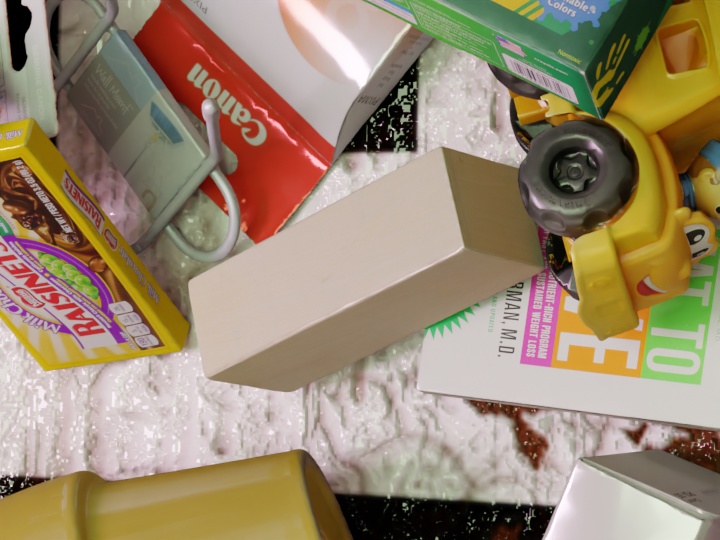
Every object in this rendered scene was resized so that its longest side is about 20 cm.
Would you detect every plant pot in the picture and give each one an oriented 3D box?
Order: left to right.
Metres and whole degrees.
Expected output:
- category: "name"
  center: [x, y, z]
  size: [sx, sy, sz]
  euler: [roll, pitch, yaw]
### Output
- category: "plant pot"
  center: [-0.096, 0.194, 1.449]
  size: [0.188, 0.201, 0.201]
  euler: [-22, 80, 5]

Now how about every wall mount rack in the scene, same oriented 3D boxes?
- category: "wall mount rack"
  center: [-0.139, -0.098, 1.503]
  size: [0.200, 0.074, 0.174]
  euler: [53, 131, 13]

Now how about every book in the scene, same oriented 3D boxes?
- category: "book"
  center: [0.138, 0.015, 1.424]
  size: [0.199, 0.048, 0.134]
  euler: [6, 86, 24]

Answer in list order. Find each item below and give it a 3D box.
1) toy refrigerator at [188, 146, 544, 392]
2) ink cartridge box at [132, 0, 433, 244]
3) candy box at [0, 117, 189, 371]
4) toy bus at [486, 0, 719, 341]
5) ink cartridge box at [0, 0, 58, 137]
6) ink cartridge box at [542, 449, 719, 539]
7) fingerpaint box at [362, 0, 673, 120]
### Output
- category: "toy refrigerator"
  center: [0.000, 0.000, 1.433]
  size: [0.200, 0.076, 0.070]
  euler: [-28, 64, 35]
- category: "ink cartridge box"
  center: [-0.060, -0.140, 1.504]
  size: [0.162, 0.050, 0.200]
  euler: [44, 103, 18]
- category: "candy box"
  center: [-0.190, -0.011, 1.493]
  size: [0.102, 0.200, 0.026]
  euler: [-7, 50, 25]
- category: "toy bus"
  center: [0.173, -0.084, 1.349]
  size: [0.191, 0.136, 0.201]
  euler: [-14, 67, 6]
- category: "ink cartridge box"
  center: [-0.244, -0.117, 1.535]
  size: [0.200, 0.050, 0.163]
  euler: [-22, 66, 34]
- category: "ink cartridge box"
  center: [0.137, 0.202, 1.362]
  size: [0.083, 0.146, 0.201]
  euler: [25, 98, 23]
- category: "fingerpaint box"
  center: [0.075, -0.199, 1.292]
  size: [0.200, 0.073, 0.167]
  euler: [29, 81, 19]
